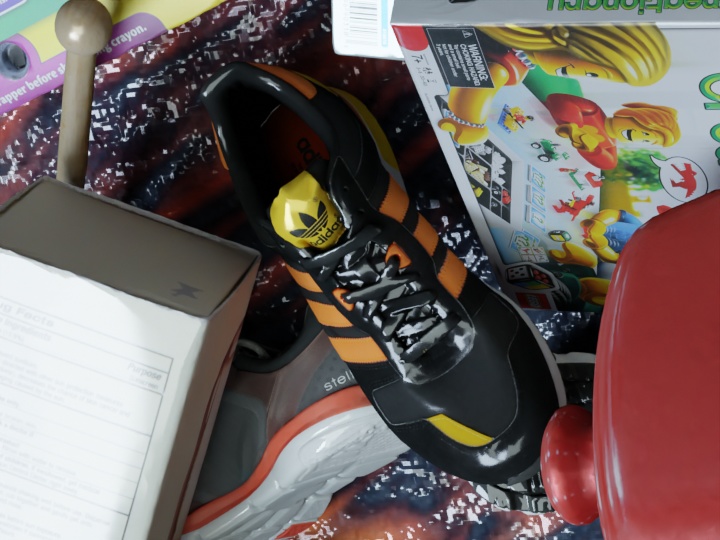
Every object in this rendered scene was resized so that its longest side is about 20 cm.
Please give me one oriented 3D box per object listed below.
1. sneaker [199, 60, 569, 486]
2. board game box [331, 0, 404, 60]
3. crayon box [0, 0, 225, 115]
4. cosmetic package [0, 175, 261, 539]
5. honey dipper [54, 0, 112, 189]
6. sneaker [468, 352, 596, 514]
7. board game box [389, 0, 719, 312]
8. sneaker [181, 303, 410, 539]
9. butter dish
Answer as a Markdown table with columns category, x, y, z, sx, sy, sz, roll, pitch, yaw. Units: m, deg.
| category | x | y | z | sx | sy | sz | roll | pitch | yaw |
| --- | --- | --- | --- | --- | --- | --- | --- | --- | --- |
| sneaker | 0.000 | 0.000 | 0.877 | 0.070 | 0.090 | 0.200 | -41 | 62 | 14 |
| board game box | 0.090 | -0.149 | 0.837 | 0.199 | 0.064 | 0.148 | 8 | 118 | 17 |
| crayon box | -0.164 | -0.153 | 0.928 | 0.200 | 0.058 | 0.173 | -23 | 105 | 28 |
| cosmetic package | -0.119 | 0.077 | 0.912 | 0.103 | 0.087 | 0.200 | 21 | 112 | 6 |
| honey dipper | -0.120 | -0.040 | 0.941 | 0.038 | 0.038 | 0.200 | 22 | 140 | 8 |
| sneaker | 0.138 | 0.057 | 0.924 | 0.199 | 0.079 | 0.074 | -1 | 94 | 3 |
| board game box | 0.097 | -0.045 | 0.843 | 0.126 | 0.035 | 0.200 | 1 | 150 | 19 |
| sneaker | -0.051 | 0.073 | 1.006 | 0.200 | 0.077 | 0.082 | -35 | 67 | 37 |
| butter dish | 0.134 | 0.061 | 0.800 | 0.147 | 0.200 | 0.200 | -11 | 151 | 26 |
